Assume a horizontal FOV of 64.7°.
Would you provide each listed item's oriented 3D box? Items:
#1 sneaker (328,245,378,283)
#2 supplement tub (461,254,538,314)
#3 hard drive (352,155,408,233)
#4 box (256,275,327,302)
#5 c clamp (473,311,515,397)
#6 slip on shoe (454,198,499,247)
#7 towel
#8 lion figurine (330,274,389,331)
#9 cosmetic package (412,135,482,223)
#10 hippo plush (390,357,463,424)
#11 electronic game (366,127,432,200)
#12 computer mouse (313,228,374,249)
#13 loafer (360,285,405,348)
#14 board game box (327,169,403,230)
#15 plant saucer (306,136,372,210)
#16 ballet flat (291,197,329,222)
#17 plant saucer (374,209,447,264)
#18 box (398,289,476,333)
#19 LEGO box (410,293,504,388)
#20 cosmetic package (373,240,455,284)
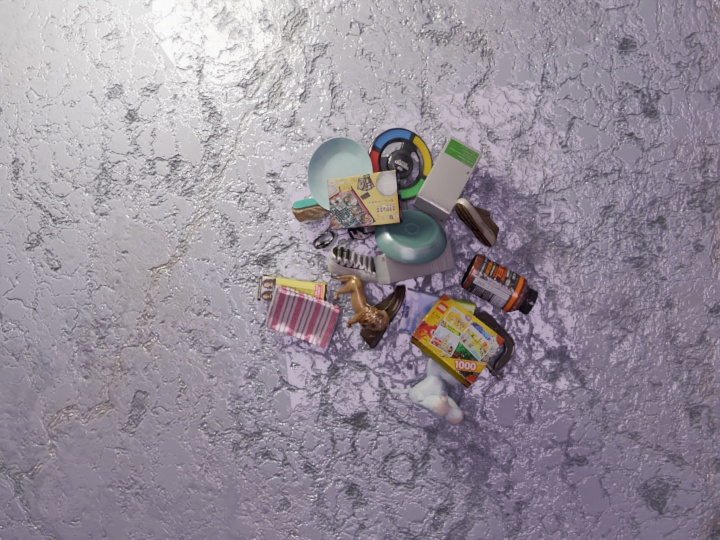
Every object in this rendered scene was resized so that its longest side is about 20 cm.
[{"bbox_3d":[0.000,0.000,1.623,0.197,0.076,0.082,22,125,-4],"label":"sneaker"},{"bbox_3d":[0.383,0.044,1.560,0.198,0.107,0.108,28,94,4],"label":"supplement tub"},{"bbox_3d":[0.058,-0.216,1.601,0.137,0.033,0.204,-10,90,-13],"label":"hard drive"},{"bbox_3d":[-0.197,0.063,1.649,0.196,0.050,0.077,8,92,5],"label":"box"},{"bbox_3d":[0.349,0.224,1.582,0.171,0.027,0.201,-42,102,-7],"label":"c clamp"},{"bbox_3d":[0.321,-0.141,1.535,0.061,0.076,0.200,-53,129,-7],"label":"slip on shoe"},{"bbox_3d":[-0.168,0.134,1.623,0.197,0.030,0.148,20,118,0],"label":"towel"},{"bbox_3d":[-0.004,0.083,1.563,0.122,0.072,0.202,-28,91,43],"label":"lion figurine"},{"bbox_3d":[0.237,-0.248,1.553,0.106,0.085,0.202,28,78,3],"label":"cosmetic package"},{"bbox_3d":[0.225,0.321,1.589,0.198,0.159,0.163,14,72,46],"label":"hippo plush"},{"bbox_3d":[0.111,-0.295,1.578,0.196,0.042,0.204,1,87,-19],"label":"electronic game"},{"bbox_3d":[-0.042,-0.104,1.625,0.197,0.034,0.060,-16,91,-3],"label":"computer mouse"},{"bbox_3d":[0.061,0.123,1.612,0.070,0.073,0.202,31,95,3],"label":"loafer"},{"bbox_3d":[0.011,-0.185,1.508,0.196,0.035,0.138,-3,93,22],"label":"board game box"},{"bbox_3d":[-0.052,-0.263,1.567,0.197,0.039,0.205,2,95,22],"label":"plant saucer"},{"bbox_3d":[-0.098,-0.181,1.627,0.196,0.071,0.066,-10,130,1],"label":"ballet flat"},{"bbox_3d":[0.136,-0.101,1.517,0.196,0.202,0.036,11,137,5],"label":"plant saucer"},{"bbox_3d":[0.216,0.131,1.608,0.196,0.048,0.124,13,93,4],"label":"box"},{"bbox_3d":[0.254,0.186,1.508,0.199,0.077,0.149,37,76,14],"label":"LEGO box"},{"bbox_3d":[0.145,-0.020,1.553,0.197,0.107,0.092,-15,91,-13],"label":"cosmetic package"}]
